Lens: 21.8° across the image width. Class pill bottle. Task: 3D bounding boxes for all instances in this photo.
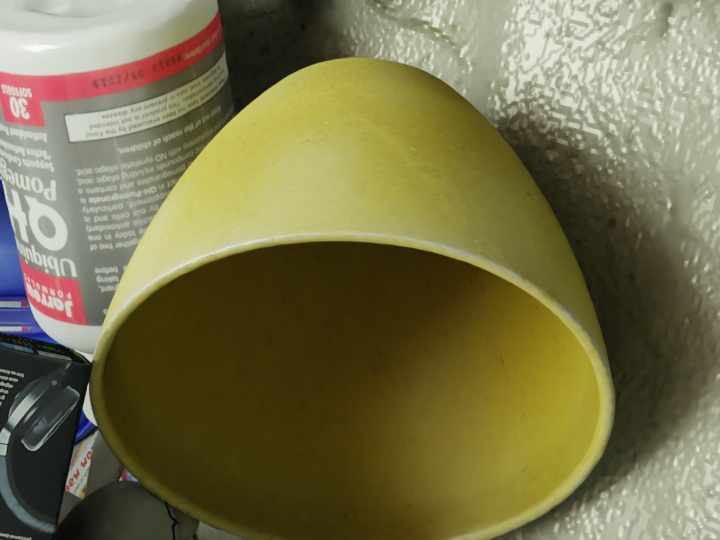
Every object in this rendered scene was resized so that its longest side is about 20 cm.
[{"bbox_3d":[-0.105,-0.031,0.851,0.110,0.110,0.202,21,128,45],"label":"pill bottle"}]

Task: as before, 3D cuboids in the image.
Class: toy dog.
[{"bbox_3d":[-0.117,0.126,0.844,0.199,0.096,0.134,15,112,54],"label":"toy dog"}]

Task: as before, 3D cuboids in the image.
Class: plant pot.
[{"bbox_3d":[0.000,0.000,0.747,0.199,0.199,0.143,-34,37,36],"label":"plant pot"}]

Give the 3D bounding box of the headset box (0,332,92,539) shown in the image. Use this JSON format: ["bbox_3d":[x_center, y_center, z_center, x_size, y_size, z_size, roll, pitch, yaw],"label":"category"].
[{"bbox_3d":[-0.166,0.120,0.687,0.174,0.092,0.202,175,107,-78],"label":"headset box"}]

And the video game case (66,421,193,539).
[{"bbox_3d":[-0.123,0.186,0.942,0.143,0.018,0.201,-50,53,29],"label":"video game case"}]

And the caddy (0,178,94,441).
[{"bbox_3d":[-0.202,0.022,0.984,0.199,0.104,0.143,0,91,44],"label":"caddy"}]
